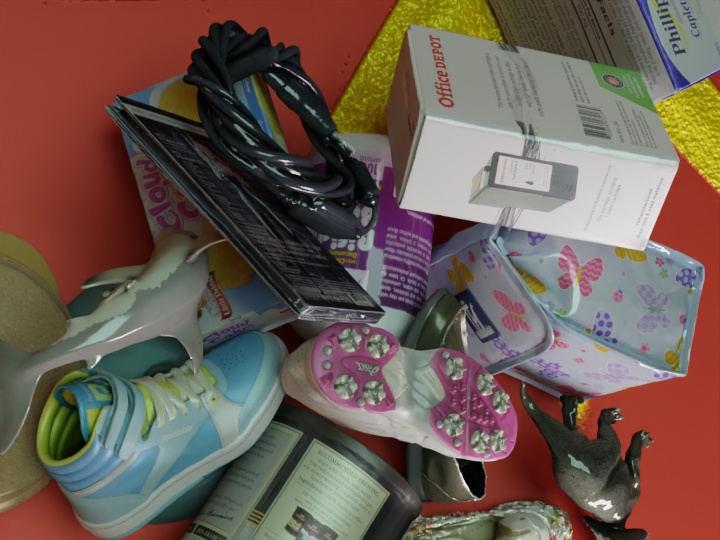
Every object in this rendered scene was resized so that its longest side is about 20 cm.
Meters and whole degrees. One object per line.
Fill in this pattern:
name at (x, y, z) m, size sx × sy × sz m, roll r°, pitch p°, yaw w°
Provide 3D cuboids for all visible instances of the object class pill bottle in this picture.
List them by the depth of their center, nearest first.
pill bottle at (0.000, 0.000, 1.168) m, size 0.111 × 0.112 × 0.203 m, roll 12°, pitch 78°, yaw -20°

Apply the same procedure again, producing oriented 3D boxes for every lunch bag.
lunch bag at (0.152, 0.026, 1.194) m, size 0.198 × 0.169 × 0.129 m, roll 25°, pitch 69°, yaw -18°

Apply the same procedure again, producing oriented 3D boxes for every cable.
cable at (-0.056, -0.113, 1.046) m, size 0.199 × 0.050 × 0.165 m, roll 27°, pitch 41°, yaw -53°

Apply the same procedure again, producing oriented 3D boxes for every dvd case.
dvd case at (-0.076, -0.038, 0.990) m, size 0.016 × 0.148 × 0.200 m, roll -46°, pitch 73°, yaw 12°

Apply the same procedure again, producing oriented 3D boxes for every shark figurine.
shark figurine at (-0.147, 0.042, 0.969) m, size 0.214 × 0.127 × 0.090 m, roll -41°, pitch 114°, yaw -43°

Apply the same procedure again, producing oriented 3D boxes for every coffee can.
coffee can at (-0.065, 0.223, 1.091) m, size 0.146 × 0.146 × 0.201 m, roll 39°, pitch 71°, yaw -12°

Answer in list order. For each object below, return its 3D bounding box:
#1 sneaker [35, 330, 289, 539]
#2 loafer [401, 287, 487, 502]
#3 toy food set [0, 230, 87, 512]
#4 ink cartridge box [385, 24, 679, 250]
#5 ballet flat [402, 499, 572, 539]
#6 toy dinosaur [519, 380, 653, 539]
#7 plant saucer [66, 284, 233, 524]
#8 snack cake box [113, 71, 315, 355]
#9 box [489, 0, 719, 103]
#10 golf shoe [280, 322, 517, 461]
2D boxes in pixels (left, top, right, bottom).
sneaker at (-0.144, 0.095, 1.036) m, size 0.200 × 0.079 × 0.131 m, roll -43°, pitch 140°, yaw -12°
loafer at (0.076, 0.105, 1.158) m, size 0.075 × 0.069 × 0.202 m, roll -48°, pitch 143°, yaw -46°
toy food set at (-0.288, 0.077, 1.035) m, size 0.197 × 0.048 × 0.202 m, roll -21°, pitch 94°, yaw -38°
ink cartridge box at (0.124, -0.103, 1.105) m, size 0.197 × 0.085 × 0.146 m, roll 10°, pitch 34°, yaw -10°
ballet flat at (0.102, 0.234, 1.201) m, size 0.197 × 0.064 × 0.077 m, roll -6°, pitch 83°, yaw -23°
toy dinosaur at (0.198, 0.167, 1.217) m, size 0.201 × 0.076 × 0.103 m, roll 57°, pitch 32°, yaw -33°
plant saucer at (-0.156, 0.097, 1.132) m, size 0.197 × 0.036 × 0.203 m, roll 3°, pitch 82°, yaw -21°
snack cake box at (-0.105, -0.052, 1.110) m, size 0.114 × 0.067 × 0.202 m, roll -21°, pitch 75°, yaw 6°
box at (0.215, -0.227, 1.239) m, size 0.104 × 0.200 × 0.186 m, roll -25°, pitch 92°, yaw -24°
golf shoe at (0.029, 0.093, 1.078) m, size 0.199 × 0.091 × 0.076 m, roll 26°, pitch 65°, yaw -29°
